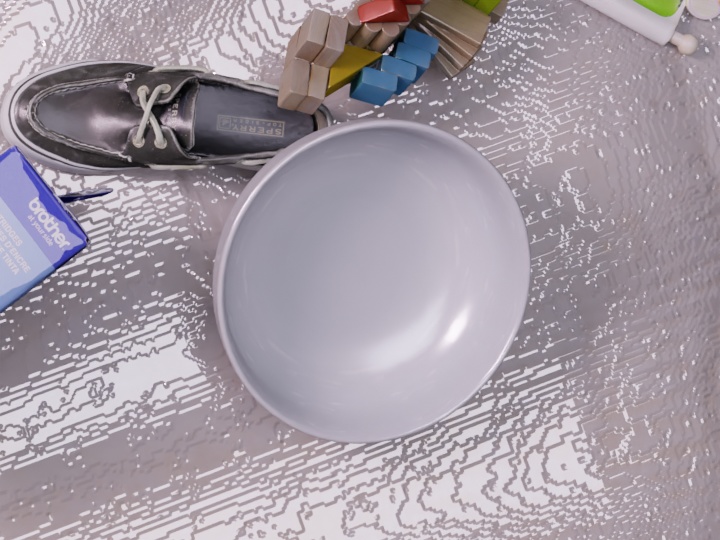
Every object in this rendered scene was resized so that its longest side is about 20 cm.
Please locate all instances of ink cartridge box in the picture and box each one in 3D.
[{"bbox_3d":[-0.236,-0.001,1.407,0.200,0.136,0.076,-40,97,-11],"label":"ink cartridge box"}]

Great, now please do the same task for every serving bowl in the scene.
[{"bbox_3d":[0.000,0.000,1.481,0.200,0.066,0.200,-6,108,-18],"label":"serving bowl"}]

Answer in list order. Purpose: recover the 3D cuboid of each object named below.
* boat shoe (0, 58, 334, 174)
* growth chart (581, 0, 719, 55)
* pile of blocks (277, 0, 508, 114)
[{"bbox_3d":[-0.116,-0.095,1.474,0.200,0.064,0.071,1,87,-12],"label":"boat shoe"},{"bbox_3d":[0.190,-0.251,1.571,0.145,0.018,0.200,19,84,-11],"label":"growth chart"},{"bbox_3d":[0.036,-0.155,1.481,0.200,0.062,0.082,-40,88,-29],"label":"pile of blocks"}]
